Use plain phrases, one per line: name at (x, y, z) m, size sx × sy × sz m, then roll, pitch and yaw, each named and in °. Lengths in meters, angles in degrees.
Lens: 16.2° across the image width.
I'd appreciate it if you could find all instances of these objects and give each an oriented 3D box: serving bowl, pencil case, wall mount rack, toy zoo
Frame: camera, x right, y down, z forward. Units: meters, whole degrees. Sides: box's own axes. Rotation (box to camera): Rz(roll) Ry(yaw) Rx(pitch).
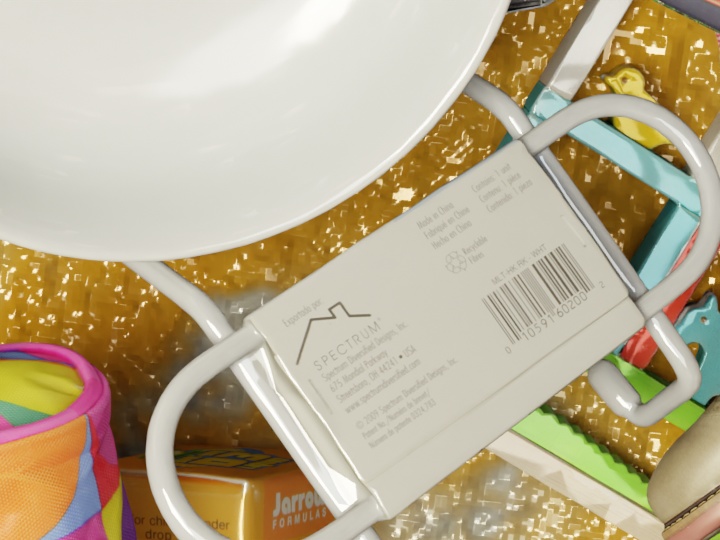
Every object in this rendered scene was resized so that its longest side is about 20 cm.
serving bowl at (-0.057, -0.105, 0.673) m, size 0.199 × 0.066 × 0.201 m, roll -7°, pitch 120°, yaw -13°
pencil case at (-0.098, 0.122, 0.699) m, size 0.088 × 0.088 × 0.201 m, roll -5°, pitch 107°, yaw -1°
wall mount rack at (0.000, 0.000, 0.735) m, size 0.200 × 0.075 × 0.174 m, roll -34°, pitch 86°, yaw -24°
toy zoo at (0.107, -0.019, 0.802) m, size 0.131 × 0.020 × 0.200 m, roll 31°, pitch 96°, yaw -7°

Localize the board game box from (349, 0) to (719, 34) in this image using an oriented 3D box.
board game box at (0.081, -0.138, 0.701) m, size 0.200 × 0.062 × 0.201 m, roll 30°, pitch 119°, yaw 19°

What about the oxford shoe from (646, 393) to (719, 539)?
oxford shoe at (0.144, -0.004, 0.767) m, size 0.075 × 0.070 × 0.200 m, roll 40°, pitch 86°, yaw 8°

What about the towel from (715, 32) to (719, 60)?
towel at (0.165, -0.116, 0.745) m, size 0.146 × 0.030 × 0.201 m, roll -16°, pitch 71°, yaw 7°

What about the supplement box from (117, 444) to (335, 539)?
supplement box at (-0.046, 0.157, 0.782) m, size 0.069 × 0.066 × 0.201 m, roll -1°, pitch 93°, yaw 27°
